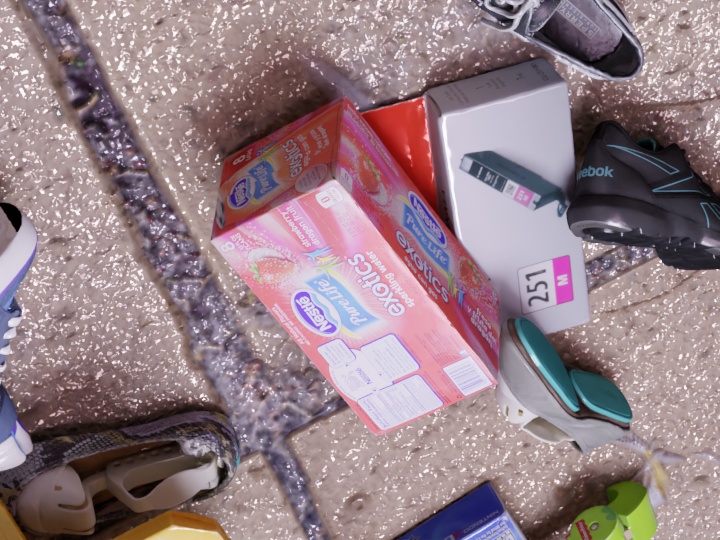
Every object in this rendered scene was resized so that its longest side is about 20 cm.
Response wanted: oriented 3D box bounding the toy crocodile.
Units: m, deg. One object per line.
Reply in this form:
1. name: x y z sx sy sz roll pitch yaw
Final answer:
1. toy crocodile: 0.154 0.237 1.801 0.200 0.062 0.068 -49 129 -17

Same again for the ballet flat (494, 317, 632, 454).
1. ballet flat: 0.130 0.090 1.710 0.064 0.068 0.200 -31 150 16

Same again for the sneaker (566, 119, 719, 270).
1. sneaker: 0.222 -0.048 1.684 0.200 0.075 0.080 16 73 -47

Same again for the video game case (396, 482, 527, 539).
1. video game case: 0.058 0.282 1.845 0.200 0.045 0.181 -32 126 1

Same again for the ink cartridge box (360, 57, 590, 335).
1. ink cartridge box: 0.063 -0.031 1.659 0.173 0.044 0.201 -17 124 -11

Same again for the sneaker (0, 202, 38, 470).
1. sneaker: -0.250 0.061 1.585 0.200 0.081 0.146 -45 132 6

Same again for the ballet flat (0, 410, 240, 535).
1. ballet flat: -0.176 0.146 1.663 0.200 0.072 0.072 -14 124 -11

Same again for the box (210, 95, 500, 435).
1. box: 0.000 0.000 1.597 0.102 0.095 0.200 -26 122 23

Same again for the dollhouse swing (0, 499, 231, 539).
1. dollhouse swing: -0.174 0.215 1.646 0.176 0.182 0.200 -37 130 -6

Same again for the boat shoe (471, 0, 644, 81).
1. boat shoe: 0.107 -0.183 1.565 0.074 0.068 0.199 -45 124 10
